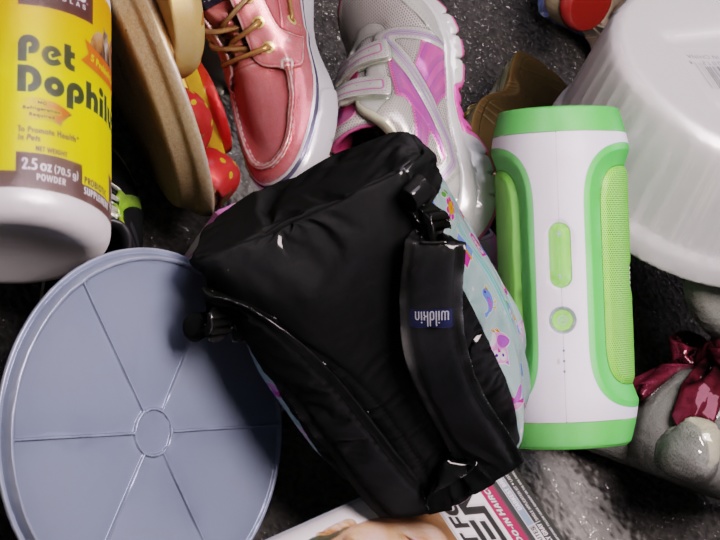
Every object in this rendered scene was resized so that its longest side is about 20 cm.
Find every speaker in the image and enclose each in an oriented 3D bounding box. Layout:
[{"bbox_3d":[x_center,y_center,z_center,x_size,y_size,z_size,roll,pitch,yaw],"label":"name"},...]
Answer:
[{"bbox_3d":[0.122,0.004,1.282,0.088,0.088,0.201,-2,89,-34],"label":"speaker"}]

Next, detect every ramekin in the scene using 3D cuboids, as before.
[{"bbox_3d":[0.226,-0.092,1.365,0.200,0.098,0.201,13,41,-12],"label":"ramekin"}]

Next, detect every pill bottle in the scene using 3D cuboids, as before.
[{"bbox_3d":[-0.192,-0.102,1.187,0.109,0.109,0.201,9,66,-28],"label":"pill bottle"}]

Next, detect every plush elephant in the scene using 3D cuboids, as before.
[{"bbox_3d":[0.233,0.065,1.377,0.200,0.165,0.155,23,85,-36],"label":"plush elephant"}]

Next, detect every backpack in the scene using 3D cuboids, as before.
[{"bbox_3d":[0.019,0.033,1.186,0.200,0.167,0.127,58,27,-21],"label":"backpack"}]

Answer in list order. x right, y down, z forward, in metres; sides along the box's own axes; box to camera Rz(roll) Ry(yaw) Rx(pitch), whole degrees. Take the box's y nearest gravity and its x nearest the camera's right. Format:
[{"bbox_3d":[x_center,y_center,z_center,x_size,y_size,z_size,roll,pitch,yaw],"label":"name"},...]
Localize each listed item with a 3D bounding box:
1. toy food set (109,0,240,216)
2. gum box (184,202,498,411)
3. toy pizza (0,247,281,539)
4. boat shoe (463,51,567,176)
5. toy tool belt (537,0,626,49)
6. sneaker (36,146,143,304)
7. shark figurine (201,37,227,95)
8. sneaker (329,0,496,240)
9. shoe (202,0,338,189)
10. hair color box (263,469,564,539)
[{"bbox_3d":[-0.123,-0.129,1.296,0.049,0.200,0.198,-23,23,-11],"label":"toy food set"},{"bbox_3d":[0.000,0.000,1.350,0.200,0.066,0.114,-20,69,-41],"label":"gum box"},{"bbox_3d":[-0.122,0.088,1.170,0.200,0.032,0.201,3,86,-45],"label":"toy pizza"},{"bbox_3d":[0.098,-0.083,1.456,0.074,0.066,0.200,38,27,-1],"label":"boat shoe"},{"bbox_3d":[0.190,-0.219,1.639,0.200,0.125,0.123,-4,26,-39],"label":"toy tool belt"},{"bbox_3d":[-0.149,-0.012,1.252,0.072,0.083,0.200,14,49,-24],"label":"sneaker"},{"bbox_3d":[-0.078,-0.163,1.422,0.214,0.090,0.128,32,45,-4],"label":"shark figurine"},{"bbox_3d":[0.017,-0.104,1.336,0.088,0.081,0.200,4,54,-34],"label":"sneaker"},{"bbox_3d":[-0.072,-0.143,1.305,0.091,0.071,0.201,27,48,-44],"label":"shoe"},{"bbox_3d":[0.025,0.178,1.227,0.200,0.061,0.099,-19,68,-41],"label":"hair color box"}]
